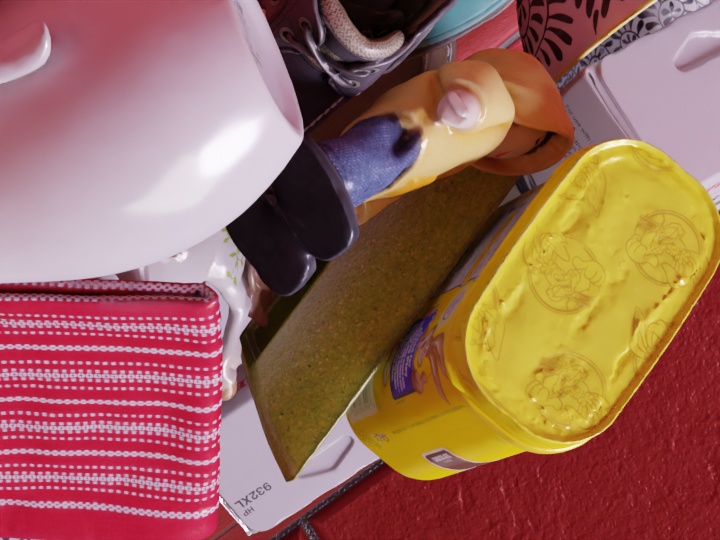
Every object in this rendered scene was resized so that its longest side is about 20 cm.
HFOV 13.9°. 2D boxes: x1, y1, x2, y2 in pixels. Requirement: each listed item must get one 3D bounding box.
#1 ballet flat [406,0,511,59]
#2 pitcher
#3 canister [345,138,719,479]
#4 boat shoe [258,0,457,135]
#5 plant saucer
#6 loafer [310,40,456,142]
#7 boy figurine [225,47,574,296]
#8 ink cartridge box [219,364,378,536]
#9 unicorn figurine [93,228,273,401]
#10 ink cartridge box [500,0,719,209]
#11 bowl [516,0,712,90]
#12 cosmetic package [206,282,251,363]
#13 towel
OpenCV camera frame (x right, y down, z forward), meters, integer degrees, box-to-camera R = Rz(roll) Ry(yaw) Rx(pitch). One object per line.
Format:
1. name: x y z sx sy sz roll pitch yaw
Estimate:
1. ballet flat: -0.006 -0.120 1.366 0.199 0.068 0.064 -33 -160 2
2. pitcher: -0.134 -0.056 1.115 0.199 0.122 0.172 -23 158 7
3. canister: 0.076 0.025 1.413 0.149 0.086 0.200 -54 -172 -18
4. boat shoe: -0.005 -0.115 1.269 0.200 0.072 0.065 -45 -152 25
5. plant saucer: 0.000 0.000 1.494 0.200 0.048 0.200 -53 -173 1
6. loafer: -0.039 -0.072 1.466 0.200 0.076 0.067 -36 178 18
7. boy figurine: 0.022 -0.050 1.330 0.124 0.065 0.200 -38 170 40
8. ink cartridge box: -0.038 0.053 1.868 0.145 0.084 0.200 -34 -155 14
9. unicorn figurine: -0.094 0.009 1.360 0.200 0.073 0.138 -60 158 -63
10. ink cartridge box: 0.141 -0.054 1.563 0.144 0.085 0.200 -28 171 -35
11. bowl: 0.149 -0.173 1.530 0.200 0.094 0.201 -33 172 -5
12. cosmetic package: -0.137 0.044 1.670 0.199 0.074 0.102 -20 173 -40
13. towel: -0.134 0.067 1.323 0.144 0.023 0.200 2 145 -2
